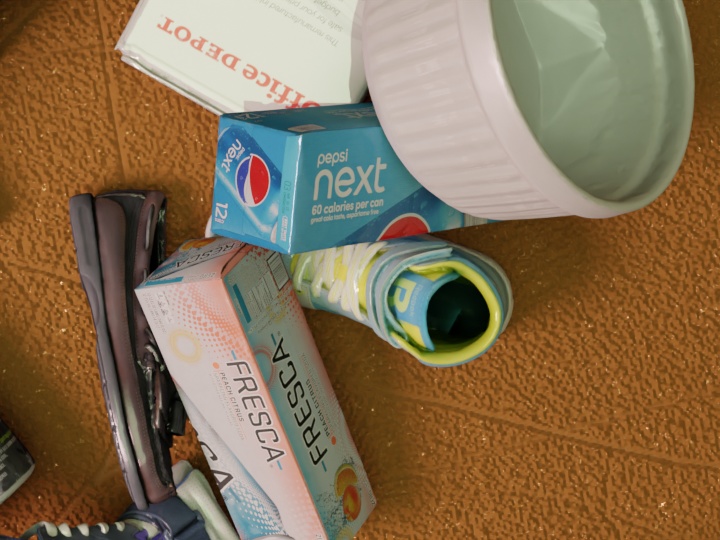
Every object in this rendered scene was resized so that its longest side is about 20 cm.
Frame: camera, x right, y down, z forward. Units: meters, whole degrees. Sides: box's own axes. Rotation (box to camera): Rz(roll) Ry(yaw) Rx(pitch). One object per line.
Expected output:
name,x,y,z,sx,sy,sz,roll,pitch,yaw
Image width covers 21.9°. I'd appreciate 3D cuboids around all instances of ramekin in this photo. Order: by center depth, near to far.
ramekin,0.090,-0.123,1.036,0.104,0.200,0.202,-11,98,40

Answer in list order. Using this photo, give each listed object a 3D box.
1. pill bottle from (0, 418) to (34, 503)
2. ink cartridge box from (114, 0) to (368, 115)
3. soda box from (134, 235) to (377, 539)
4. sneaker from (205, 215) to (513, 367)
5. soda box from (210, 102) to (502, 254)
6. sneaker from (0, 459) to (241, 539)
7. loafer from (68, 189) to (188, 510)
pill bottle,-0.299,0.077,1.136,0.106,0.106,0.200,-38,95,3
ink cartridge box,-0.037,-0.182,1.122,0.145,0.085,0.201,29,93,-3
soda box,-0.061,0.078,1.123,0.068,0.064,0.201,-7,114,33
sneaker,0.000,0.000,1.118,0.198,0.131,0.080,14,96,-1
soda box,0.007,-0.057,1.068,0.064,0.199,0.068,16,107,38
sneaker,-0.156,0.169,1.139,0.199,0.147,0.080,33,140,-19
loafer,-0.130,0.041,1.129,0.062,0.072,0.202,-13,73,-6
